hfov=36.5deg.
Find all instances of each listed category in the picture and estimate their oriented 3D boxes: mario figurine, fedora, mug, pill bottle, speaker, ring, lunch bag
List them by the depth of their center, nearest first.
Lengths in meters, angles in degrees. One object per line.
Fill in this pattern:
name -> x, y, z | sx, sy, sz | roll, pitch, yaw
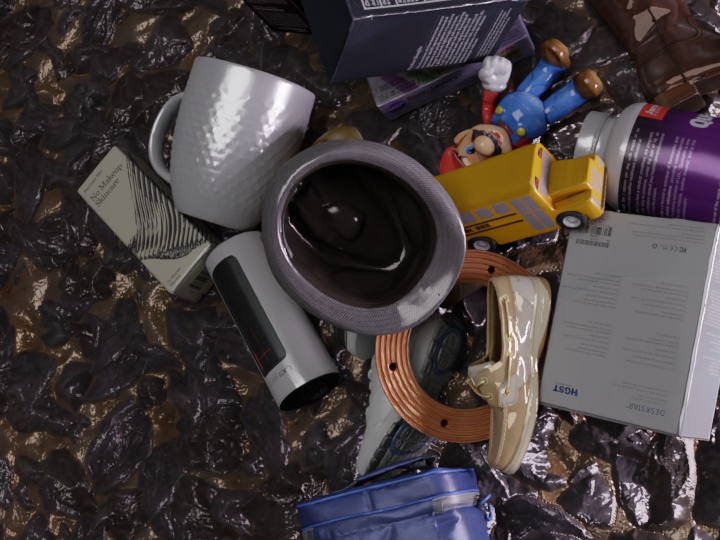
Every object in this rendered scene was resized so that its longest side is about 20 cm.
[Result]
fedora -> -0.003, -0.039, 1.070 | 0.199, 0.090, 0.178 | 28, 98, -11
pill bottle -> 0.320, -0.104, 1.095 | 0.199, 0.112, 0.113 | 16, 84, 23
lunch bag -> 0.042, 0.262, 1.103 | 0.199, 0.136, 0.133 | -18, 75, 14
ring -> 0.110, 0.078, 1.131 | 0.199, 0.019, 0.202 | -1, 95, -12
mario figurine -> 0.165, -0.156, 1.169 | 0.200, 0.106, 0.123 | -46, 40, -1
speaker -> -0.099, 0.057, 1.240 | 0.081, 0.081, 0.201 | -34, 69, 11
mug -> -0.168, -0.147, 1.281 | 0.199, 0.147, 0.176 | 18, 91, 30

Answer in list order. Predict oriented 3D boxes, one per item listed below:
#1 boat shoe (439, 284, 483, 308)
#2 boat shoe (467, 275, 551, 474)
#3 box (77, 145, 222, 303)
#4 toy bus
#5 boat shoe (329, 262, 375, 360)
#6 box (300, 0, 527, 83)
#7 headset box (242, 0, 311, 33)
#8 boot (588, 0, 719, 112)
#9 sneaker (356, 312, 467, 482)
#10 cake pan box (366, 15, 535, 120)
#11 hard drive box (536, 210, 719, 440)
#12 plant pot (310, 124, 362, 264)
boat shoe -> 0.061, -0.046, 1.215 | 0.064, 0.071, 0.200 | -27, 69, -28
boat shoe -> 0.141, 0.102, 1.098 | 0.069, 0.074, 0.201 | 9, 84, -10
box -> -0.250, -0.057, 1.330 | 0.200, 0.068, 0.082 | 42, 96, 23
toy bus -> 0.145, -0.072, 1.102 | 0.199, 0.078, 0.065 | -16, 48, 38
boat shoe -> 0.000, 0.000, 1.182 | 0.064, 0.070, 0.201 | 31, 123, 36
box -> 0.038, -0.322, 1.152 | 0.197, 0.123, 0.201 | -11, 69, -20
headset box -> -0.097, -0.387, 1.276 | 0.077, 0.200, 0.150 | 8, 82, 23
boot -> 0.354, -0.280, 1.156 | 0.186, 0.064, 0.201 | -26, 65, 12
sneaker -> 0.044, 0.132, 1.182 | 0.087, 0.074, 0.201 | 21, 85, 44
cake pan box -> 0.079, -0.295, 1.269 | 0.199, 0.052, 0.185 | -22, 69, 15
hard drive box -> 0.273, 0.050, 1.066 | 0.155, 0.077, 0.201 | 10, 87, 39
plant pot -> -0.045, -0.064, 1.203 | 0.200, 0.027, 0.201 | -168, 90, -67
